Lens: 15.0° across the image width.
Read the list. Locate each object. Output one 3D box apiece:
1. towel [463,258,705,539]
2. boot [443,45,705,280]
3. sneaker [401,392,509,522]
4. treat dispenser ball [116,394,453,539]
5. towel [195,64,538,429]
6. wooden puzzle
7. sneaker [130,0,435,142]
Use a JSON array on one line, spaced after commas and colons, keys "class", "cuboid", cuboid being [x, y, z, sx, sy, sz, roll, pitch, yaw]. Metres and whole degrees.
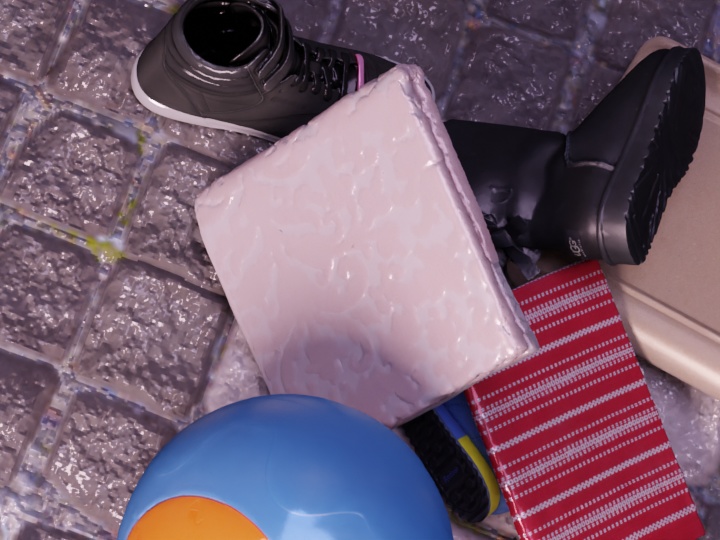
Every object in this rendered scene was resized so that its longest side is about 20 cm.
[{"class": "towel", "cuboid": [0.132, 0.104, 1.709, 0.144, 0.022, 0.201, -22, 91, -40]}, {"class": "boot", "cuboid": [0.122, -0.075, 1.752, 0.162, 0.074, 0.199, 4, 45, 26]}, {"class": "sneaker", "cuboid": [0.055, 0.060, 1.729, 0.078, 0.066, 0.201, -27, 83, -30]}, {"class": "treat dispenser ball", "cuboid": [-0.044, 0.173, 1.596, 0.200, 0.201, 0.202, 4, 73, -12]}, {"class": "towel", "cuboid": [0.000, 0.000, 1.664, 0.032, 0.200, 0.192, -15, 78, -50]}, {"class": "wooden puzzle", "cuboid": [0.220, -0.032, 1.790, 0.185, 0.037, 0.200, 29, 74, 13]}, {"class": "sneaker", "cuboid": [-0.041, -0.126, 1.738, 0.199, 0.099, 0.071, 7, 71, -12]}]
